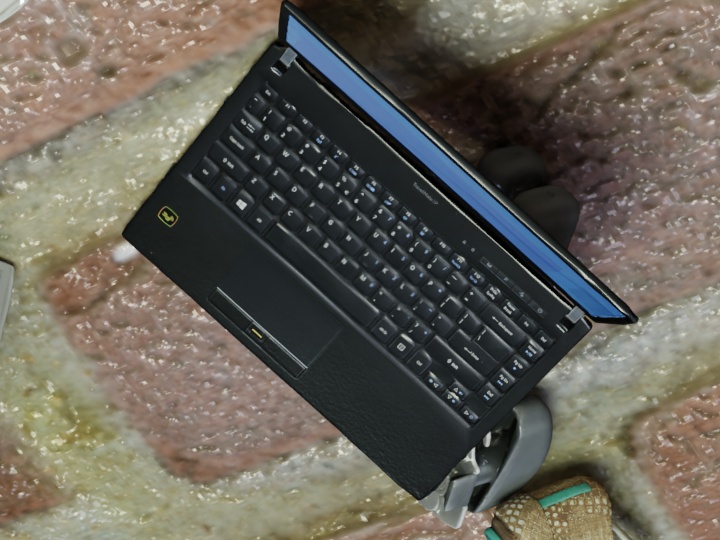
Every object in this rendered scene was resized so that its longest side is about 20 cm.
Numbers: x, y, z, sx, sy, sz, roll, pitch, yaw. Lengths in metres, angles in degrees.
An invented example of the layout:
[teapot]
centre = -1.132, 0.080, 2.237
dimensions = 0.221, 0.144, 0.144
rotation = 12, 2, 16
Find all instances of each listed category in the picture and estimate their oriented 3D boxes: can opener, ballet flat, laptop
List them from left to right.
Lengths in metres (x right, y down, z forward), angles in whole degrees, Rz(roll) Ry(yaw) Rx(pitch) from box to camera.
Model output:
[laptop]
centre = 0.000, 0.000, 1.046
dimensions = 0.177, 0.103, 0.200
rotation = 42, 124, -1
[can opener]
centre = 0.063, 0.031, 1.152
dimensions = 0.066, 0.053, 0.201
rotation = -12, 137, -31
[ballet flat]
centre = 0.116, 0.168, 1.244
dimensions = 0.065, 0.071, 0.201
rotation = -32, 138, -7

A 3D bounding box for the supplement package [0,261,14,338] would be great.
[supplement package]
centre = -0.264, 0.034, 1.118
dimensions = 0.199, 0.110, 0.114
rotation = 23, 128, -15

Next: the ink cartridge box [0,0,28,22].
[ink cartridge box]
centre = -0.231, -0.154, 0.975
dimensions = 0.146, 0.083, 0.200
rotation = -32, 121, 27
